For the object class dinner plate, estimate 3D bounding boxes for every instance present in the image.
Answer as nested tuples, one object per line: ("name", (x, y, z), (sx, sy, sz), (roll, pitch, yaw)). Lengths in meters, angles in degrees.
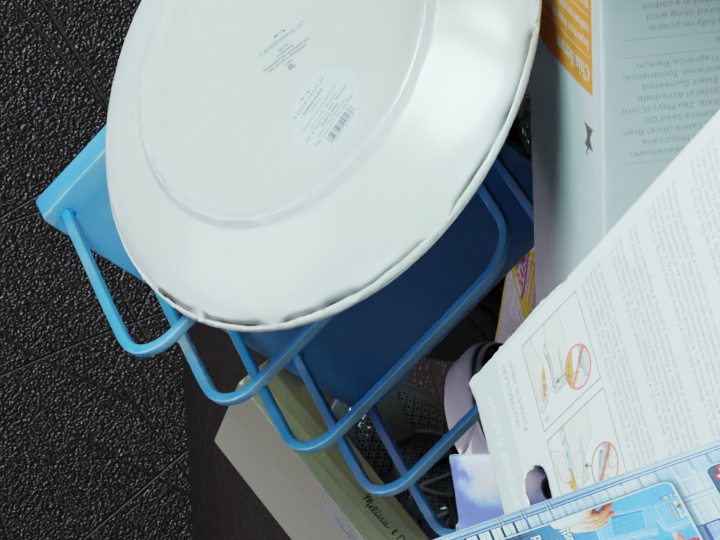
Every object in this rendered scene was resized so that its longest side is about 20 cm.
("dinner plate", (-0.023, -0.076, 0.909), (0.024, 0.200, 0.200), (25, -136, -47))

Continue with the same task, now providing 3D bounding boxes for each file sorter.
("file sorter", (0.000, 0.000, 1.026), (0.200, 0.139, 0.123), (34, -164, -38))

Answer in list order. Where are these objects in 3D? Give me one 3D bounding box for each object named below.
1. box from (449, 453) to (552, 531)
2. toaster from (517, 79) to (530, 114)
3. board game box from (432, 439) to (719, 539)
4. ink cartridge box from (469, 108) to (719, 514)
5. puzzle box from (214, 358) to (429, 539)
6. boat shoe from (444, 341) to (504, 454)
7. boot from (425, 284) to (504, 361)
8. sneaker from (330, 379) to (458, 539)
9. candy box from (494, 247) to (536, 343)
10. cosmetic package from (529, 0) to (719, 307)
("box", (0.102, 0.158, 0.890), (0.048, 0.122, 0.200), (-12, -84, -58))
("toaster", (0.055, -0.161, 1.002), (0.129, 0.114, 0.200), (-114, 23, -51))
("board game box", (0.097, 0.120, 0.646), (0.062, 0.200, 0.200), (-112, 18, -56))
("ink cartridge box", (0.113, 0.053, 0.791), (0.200, 0.050, 0.161), (126, 139, -49))
("puzzle box", (0.008, 0.135, 1.167), (0.200, 0.025, 0.133), (51, 164, 6))
("boat shoe", (0.095, 0.090, 1.069), (0.068, 0.072, 0.200), (-51, 35, 24))
("boot", (0.018, -0.043, 1.376), (0.154, 0.204, 0.073), (-53, -28, -33))
("sneaker", (0.061, 0.120, 1.179), (0.200, 0.075, 0.082), (49, 159, 18))
("candy box", (0.090, 0.046, 1.198), (0.200, 0.026, 0.102), (95, 165, -54))
("cosmetic package", (0.105, -0.043, 0.896), (0.101, 0.071, 0.200), (-117, 22, -65))
